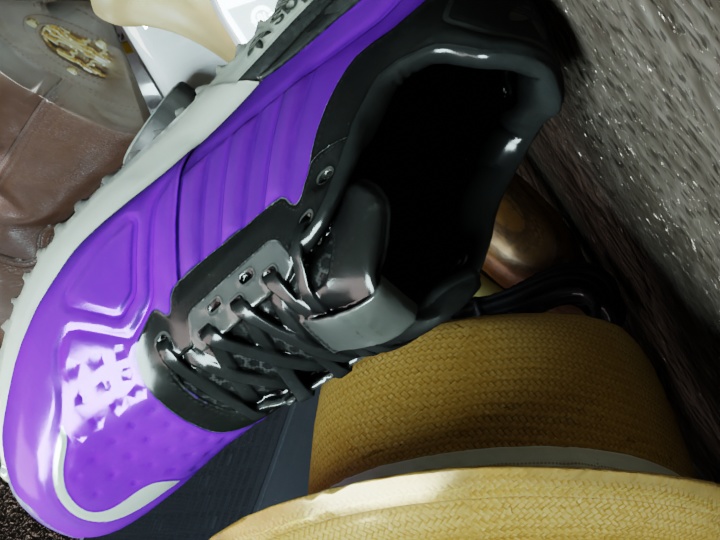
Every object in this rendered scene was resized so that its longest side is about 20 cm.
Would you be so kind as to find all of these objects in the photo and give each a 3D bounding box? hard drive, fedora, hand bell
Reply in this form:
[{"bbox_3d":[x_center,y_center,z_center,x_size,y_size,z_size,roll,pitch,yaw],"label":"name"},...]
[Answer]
[{"bbox_3d":[-0.057,0.091,0.855,0.042,0.201,0.135,36,151,-33],"label":"hard drive"},{"bbox_3d":[0.041,0.064,0.600,0.201,0.200,0.082,64,-159,-64],"label":"fedora"},{"bbox_3d":[0.011,-0.056,0.728,0.200,0.104,0.104,46,176,7],"label":"hand bell"}]

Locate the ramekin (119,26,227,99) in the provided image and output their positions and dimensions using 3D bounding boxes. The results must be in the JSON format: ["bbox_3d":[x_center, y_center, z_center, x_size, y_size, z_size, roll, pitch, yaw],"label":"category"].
[{"bbox_3d":[-0.068,-0.141,0.887,0.201,0.097,0.200,58,178,4],"label":"ramekin"}]

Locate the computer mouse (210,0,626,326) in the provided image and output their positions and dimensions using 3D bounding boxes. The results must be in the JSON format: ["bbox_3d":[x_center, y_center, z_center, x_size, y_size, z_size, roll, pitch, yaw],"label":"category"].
[{"bbox_3d":[0.007,-0.056,0.673,0.044,0.109,0.201,-52,-54,-66],"label":"computer mouse"}]

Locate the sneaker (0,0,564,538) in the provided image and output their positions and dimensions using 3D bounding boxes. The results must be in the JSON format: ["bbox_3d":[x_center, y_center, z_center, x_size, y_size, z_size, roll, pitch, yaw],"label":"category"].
[{"bbox_3d":[-0.021,0.000,0.549,0.069,0.200,0.100,34,-173,-35],"label":"sneaker"}]

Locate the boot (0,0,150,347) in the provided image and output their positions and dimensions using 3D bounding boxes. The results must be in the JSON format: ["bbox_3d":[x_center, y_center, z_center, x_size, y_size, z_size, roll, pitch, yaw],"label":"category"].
[{"bbox_3d":[-0.116,-0.025,0.898,0.186,0.064,0.200,29,141,-12],"label":"boot"}]

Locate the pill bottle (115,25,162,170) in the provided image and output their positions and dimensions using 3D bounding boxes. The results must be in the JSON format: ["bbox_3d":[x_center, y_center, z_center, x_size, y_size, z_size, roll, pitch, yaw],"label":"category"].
[{"bbox_3d":[-0.098,-0.101,1.066,0.114,0.114,0.201,62,-161,-50],"label":"pill bottle"}]

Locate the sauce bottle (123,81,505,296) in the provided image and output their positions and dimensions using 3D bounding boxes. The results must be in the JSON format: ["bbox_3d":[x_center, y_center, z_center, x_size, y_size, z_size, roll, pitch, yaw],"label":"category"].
[{"bbox_3d":[0.000,0.000,0.811,0.200,0.066,0.066,36,177,0],"label":"sauce bottle"}]

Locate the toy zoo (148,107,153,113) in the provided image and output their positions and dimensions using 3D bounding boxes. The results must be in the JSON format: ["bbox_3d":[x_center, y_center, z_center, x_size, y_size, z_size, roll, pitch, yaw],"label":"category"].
[{"bbox_3d":[-0.103,-0.013,0.973,0.131,0.021,0.200,-12,132,42],"label":"toy zoo"}]
